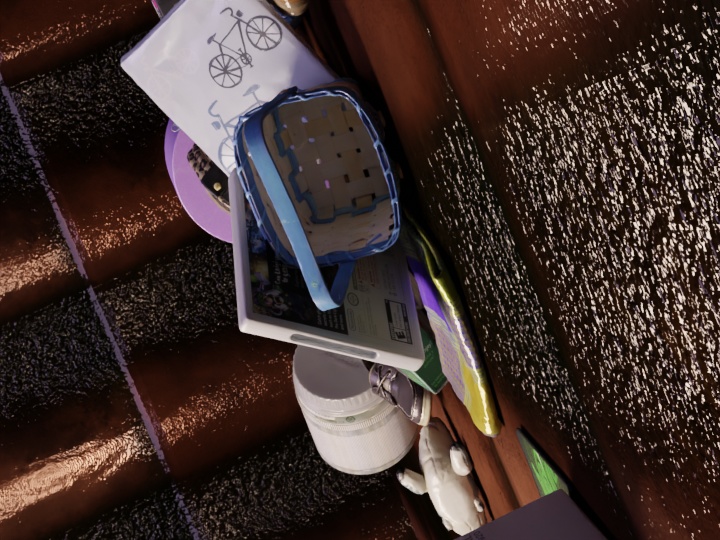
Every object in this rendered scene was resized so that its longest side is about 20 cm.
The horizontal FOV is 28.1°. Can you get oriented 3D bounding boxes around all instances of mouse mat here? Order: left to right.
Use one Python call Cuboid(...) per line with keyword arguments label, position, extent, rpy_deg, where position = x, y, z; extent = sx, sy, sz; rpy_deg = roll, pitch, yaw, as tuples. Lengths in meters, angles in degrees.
Cuboid(label="mouse mat", position=(0.184, 0.242, 1.210), extent=(0.161, 0.007, 0.202), rpy_deg=(-130, 19, -73))

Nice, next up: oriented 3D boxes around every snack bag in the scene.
Cuboid(label="snack bag", position=(-0.119, -0.181, 1.385), extent=(0.200, 0.188, 0.021), rpy_deg=(44, -140, -12))

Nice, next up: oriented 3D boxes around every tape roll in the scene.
Cuboid(label="tape roll", position=(-0.118, -0.133, 1.614), extent=(0.066, 0.198, 0.202), rpy_deg=(-125, 13, -63))

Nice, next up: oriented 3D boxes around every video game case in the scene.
Cuboid(label="video game case", position=(-0.035, -0.003, 1.357), extent=(0.023, 0.180, 0.202), rpy_deg=(-56, 29, 38))

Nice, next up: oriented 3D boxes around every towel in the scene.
Cuboid(label="towel", position=(0.081, 0.051, 1.351), extent=(0.144, 0.023, 0.202), rpy_deg=(-119, 8, -56))

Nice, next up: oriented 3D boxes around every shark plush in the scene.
Cuboid(label="shark plush", position=(0.133, 0.273, 1.751), extent=(0.201, 0.091, 0.083), rpy_deg=(50, -162, 0))

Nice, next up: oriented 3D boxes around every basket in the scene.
Cuboid(label="basket", position=(-0.040, -0.082, 1.271), extent=(0.200, 0.137, 0.178), rpy_deg=(-62, -46, -59))

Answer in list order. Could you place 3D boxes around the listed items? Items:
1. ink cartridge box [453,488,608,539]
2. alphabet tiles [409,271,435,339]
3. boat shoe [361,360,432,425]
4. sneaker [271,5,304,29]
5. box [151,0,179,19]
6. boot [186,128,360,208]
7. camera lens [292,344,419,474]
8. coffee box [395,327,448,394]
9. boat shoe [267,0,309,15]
Cuboid(label="ink cartridge box", position=(0.145, 0.303, 1.084), extent=(0.202, 0.143, 0.147), rpy_deg=(69, 171, -21))
Cuboid(label="alphabet tiles", position=(0.000, 0.000, 1.563), extent=(0.196, 0.015, 0.199), rpy_deg=(53, 159, -16))
Cuboid(label="boat shoe", position=(0.041, 0.134, 1.800), extent=(0.200, 0.064, 0.073), rpy_deg=(-118, 34, -63))
Cuboid(label="sneaker", position=(-0.102, -0.283, 1.571), extent=(0.199, 0.084, 0.078), rpy_deg=(11, 101, 60))
Cuboid(label="box", position=(-0.232, -0.403, 1.995), extent=(0.116, 0.131, 0.200), rpy_deg=(64, 176, -16))
Cuboid(label="boot", position=(-0.089, -0.124, 1.490), extent=(0.200, 0.151, 0.073), rpy_deg=(48, -166, 31))
Cuboid(label="camera lens", position=(-0.006, 0.180, 2.037), extent=(0.201, 0.158, 0.161), rpy_deg=(73, 172, -50))
Cuboid(label="coffee box", position=(0.004, 0.039, 1.491), extent=(0.200, 0.044, 0.123), rpy_deg=(44, 174, -18))
Cuboid(label="boat shoe", position=(-0.099, -0.305, 1.374), extent=(0.201, 0.074, 0.069), rpy_deg=(-121, 15, -51))
